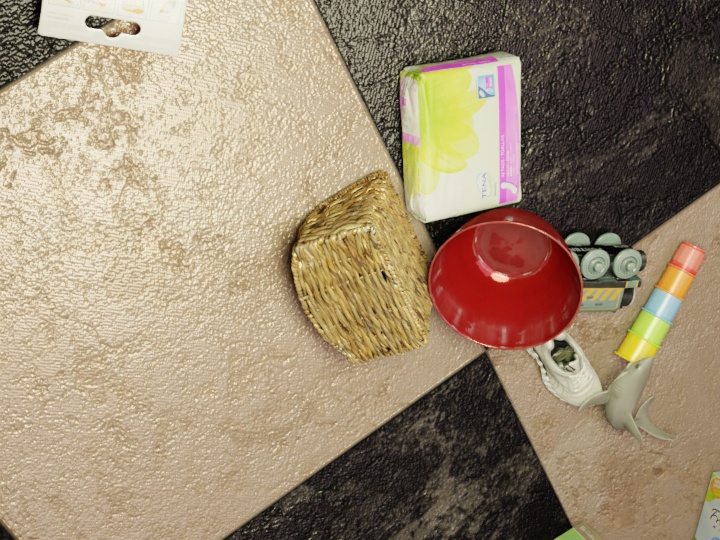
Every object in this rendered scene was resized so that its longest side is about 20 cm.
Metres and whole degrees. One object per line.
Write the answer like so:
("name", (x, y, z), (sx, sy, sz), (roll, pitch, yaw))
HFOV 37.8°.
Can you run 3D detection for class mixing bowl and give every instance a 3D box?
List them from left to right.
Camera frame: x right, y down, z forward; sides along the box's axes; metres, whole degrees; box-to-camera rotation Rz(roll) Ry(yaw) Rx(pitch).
("mixing bowl", (0.195, -0.007, 1.387), (0.198, 0.109, 0.201), (7, 126, 10))

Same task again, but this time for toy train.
("toy train", (0.314, 0.010, 1.503), (0.198, 0.085, 0.115), (-1, 117, -21))

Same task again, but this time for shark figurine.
("shark figurine", (0.412, 0.227, 1.596), (0.128, 0.090, 0.215), (-34, 143, -1))

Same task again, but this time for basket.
("basket", (0.000, 0.000, 1.369), (0.142, 0.149, 0.201), (-17, 120, 19))

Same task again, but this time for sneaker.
("sneaker", (0.304, 0.142, 1.547), (0.075, 0.081, 0.200), (-45, 121, -5))

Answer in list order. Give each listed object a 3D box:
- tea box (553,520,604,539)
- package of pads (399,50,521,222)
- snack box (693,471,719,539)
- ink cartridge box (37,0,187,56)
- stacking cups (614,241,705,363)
("tea box", (0.341, 0.551, 1.681), (0.196, 0.134, 0.201), (-30, 118, -12))
("package of pads", (0.129, -0.171, 1.359), (0.153, 0.068, 0.202), (-13, 113, -20))
("snack box", (0.646, 0.464, 1.765), (0.067, 0.169, 0.202), (2, 107, -28))
("ink cartridge box", (-0.260, -0.347, 1.142), (0.161, 0.050, 0.201), (4, 115, -26))
("stacking cups", (0.462, 0.054, 1.602), (0.060, 0.060, 0.201), (29, 92, -30))
